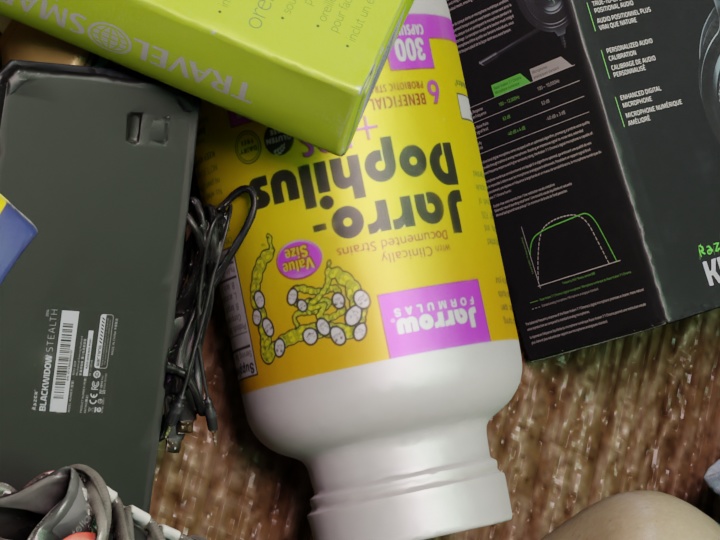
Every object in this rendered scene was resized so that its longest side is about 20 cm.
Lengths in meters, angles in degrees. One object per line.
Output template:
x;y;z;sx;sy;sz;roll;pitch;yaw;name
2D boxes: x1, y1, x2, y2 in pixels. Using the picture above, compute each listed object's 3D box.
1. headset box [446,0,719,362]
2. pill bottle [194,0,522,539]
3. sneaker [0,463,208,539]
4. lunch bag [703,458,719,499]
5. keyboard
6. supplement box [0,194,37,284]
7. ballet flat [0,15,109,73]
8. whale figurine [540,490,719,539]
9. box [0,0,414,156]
0.128;-0.085;1.174;0.174;0.093;0.201;-14;87;-36;headset box
0.000;0.000;1.060;0.104;0.104;0.201;-9;84;-35;pill bottle
-0.083;0.106;0.959;0.199;0.077;0.082;-1;118;-26;sneaker
0.259;0.094;1.192;0.170;0.127;0.200;55;44;-1;lunch bag
-0.097;0.029;1.013;0.104;0.040;0.201;5;99;-27;keyboard
-0.223;-0.026;0.912;0.200;0.109;0.109;43;59;-20;supplement box
-0.099;-0.130;1.054;0.063;0.069;0.200;29;56;-10;ballet flat
0.097;0.178;1.053;0.104;0.159;0.200;34;42;-20;whale figurine
-0.074;-0.131;0.995;0.199;0.048;0.122;23;57;1;box
